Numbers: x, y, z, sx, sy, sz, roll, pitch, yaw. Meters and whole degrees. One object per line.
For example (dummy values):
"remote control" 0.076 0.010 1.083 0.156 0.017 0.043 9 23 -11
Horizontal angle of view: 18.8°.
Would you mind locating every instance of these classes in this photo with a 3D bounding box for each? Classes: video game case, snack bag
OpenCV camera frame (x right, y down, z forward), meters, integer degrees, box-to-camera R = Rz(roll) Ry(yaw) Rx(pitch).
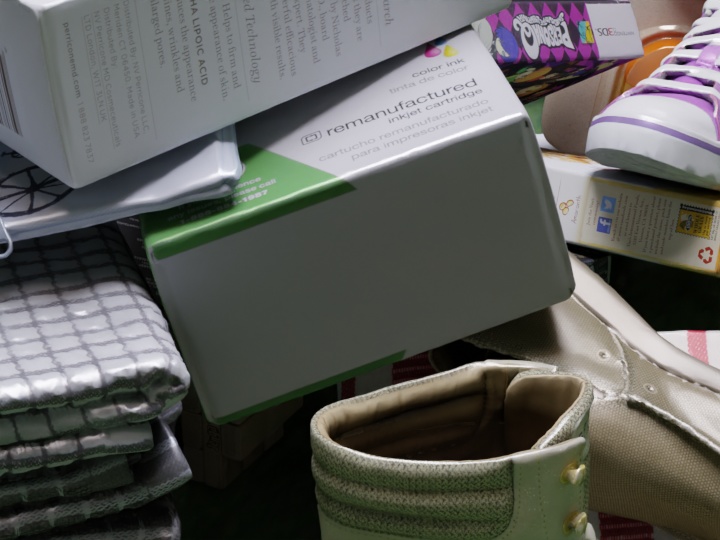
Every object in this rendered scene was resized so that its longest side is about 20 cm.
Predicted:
"video game case" 0.013 -0.088 1.090 0.199 0.036 0.181 -20 -7 39
"snack bag" -0.138 -0.058 0.815 0.198 0.022 0.189 -11 31 3

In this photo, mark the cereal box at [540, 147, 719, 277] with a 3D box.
"cereal box" 0.118 -0.033 1.071 0.199 0.040 0.144 15 8 31

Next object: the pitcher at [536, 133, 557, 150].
"pitcher" 0.081 -0.148 1.290 0.171 0.122 0.200 30 47 12

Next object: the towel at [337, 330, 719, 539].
"towel" 0.091 0.092 0.850 0.198 0.023 0.145 -1 61 -1

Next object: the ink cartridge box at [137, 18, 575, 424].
"ink cartridge box" -0.017 -0.046 0.850 0.144 0.084 0.200 -20 31 -2

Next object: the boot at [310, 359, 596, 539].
"boot" 0.076 0.108 0.741 0.198 0.156 0.072 -2 26 -9

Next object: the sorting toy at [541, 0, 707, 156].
"sorting toy" 0.206 -0.126 1.120 0.198 0.186 0.037 15 22 6

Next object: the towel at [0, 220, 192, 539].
"towel" -0.166 0.049 0.768 0.198 0.086 0.166 -11 28 -16

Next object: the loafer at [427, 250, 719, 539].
"loafer" 0.103 0.066 0.810 0.067 0.076 0.200 -37 56 -22

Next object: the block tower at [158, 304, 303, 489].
"block tower" -0.125 0.041 0.978 0.199 0.054 0.058 15 30 26

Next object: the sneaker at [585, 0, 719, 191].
"sneaker" 0.163 -0.098 1.023 0.072 0.115 0.200 14 10 22

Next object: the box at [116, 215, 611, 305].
"box" 0.000 0.000 0.996 0.199 0.050 0.158 13 9 19

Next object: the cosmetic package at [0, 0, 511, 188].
"cosmetic package" -0.051 -0.109 0.790 0.199 0.075 0.101 -28 37 -29
